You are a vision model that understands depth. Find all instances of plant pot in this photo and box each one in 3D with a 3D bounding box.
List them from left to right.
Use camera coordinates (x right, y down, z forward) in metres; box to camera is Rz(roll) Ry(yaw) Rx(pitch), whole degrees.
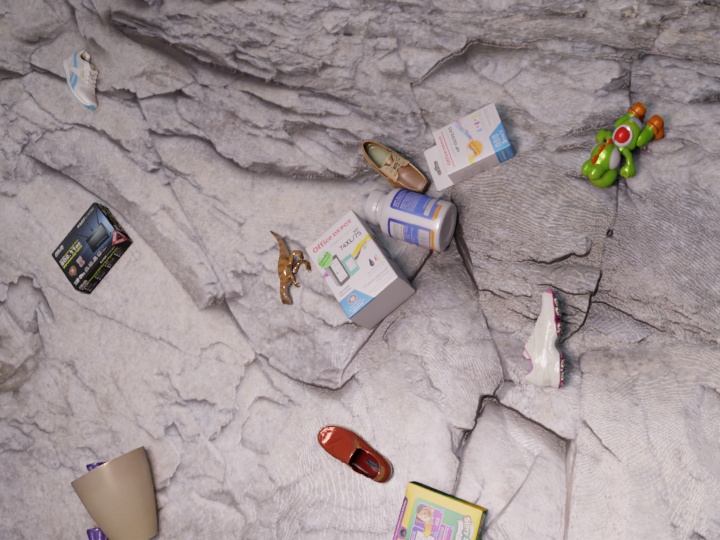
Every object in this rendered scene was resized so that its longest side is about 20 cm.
[{"bbox_3d":[-0.568,0.558,1.790,0.184,0.187,0.204,-27,83,13],"label":"plant pot"}]

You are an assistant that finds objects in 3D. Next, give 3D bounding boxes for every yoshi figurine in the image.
[{"bbox_3d":[0.548,-0.253,1.592,0.199,0.112,0.113,-41,106,-8],"label":"yoshi figurine"}]

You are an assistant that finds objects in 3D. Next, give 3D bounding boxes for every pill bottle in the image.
[{"bbox_3d":[0.112,-0.123,1.708,0.196,0.112,0.115,18,84,25],"label":"pill bottle"}]

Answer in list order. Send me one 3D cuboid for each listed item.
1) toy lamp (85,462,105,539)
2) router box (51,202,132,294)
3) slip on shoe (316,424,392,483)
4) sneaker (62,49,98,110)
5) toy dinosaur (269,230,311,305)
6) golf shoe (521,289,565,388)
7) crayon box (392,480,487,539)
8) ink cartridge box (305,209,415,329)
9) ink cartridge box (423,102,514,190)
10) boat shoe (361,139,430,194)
[{"bbox_3d":[-0.660,0.589,1.872,0.057,0.058,0.206,-16,70,17],"label":"toy lamp"},{"bbox_3d":[-0.741,-0.062,2.059,0.201,0.062,0.150,-48,64,5],"label":"router box"},{"bbox_3d":[-0.018,0.404,1.659,0.197,0.061,0.075,29,90,26],"label":"slip on shoe"},{"bbox_3d":[-0.816,-0.565,2.207,0.080,0.076,0.203,-30,70,9],"label":"sneaker"},{"bbox_3d":[-0.181,-0.022,1.828,0.103,0.060,0.206,-13,72,20],"label":"toy dinosaur"},{"bbox_3d":[0.379,0.142,1.559,0.089,0.075,0.206,-5,74,23],"label":"golf shoe"},{"bbox_3d":[0.155,0.567,1.551,0.168,0.058,0.205,15,83,23],"label":"crayon box"},{"bbox_3d":[0.000,0.000,1.703,0.146,0.146,0.202,-39,66,8],"label":"ink cartridge box"},{"bbox_3d":[0.241,-0.281,1.719,0.196,0.068,0.118,-24,69,15],"label":"ink cartridge box"},{"bbox_3d":[0.074,-0.245,1.773,0.198,0.074,0.077,35,91,25],"label":"boat shoe"}]
